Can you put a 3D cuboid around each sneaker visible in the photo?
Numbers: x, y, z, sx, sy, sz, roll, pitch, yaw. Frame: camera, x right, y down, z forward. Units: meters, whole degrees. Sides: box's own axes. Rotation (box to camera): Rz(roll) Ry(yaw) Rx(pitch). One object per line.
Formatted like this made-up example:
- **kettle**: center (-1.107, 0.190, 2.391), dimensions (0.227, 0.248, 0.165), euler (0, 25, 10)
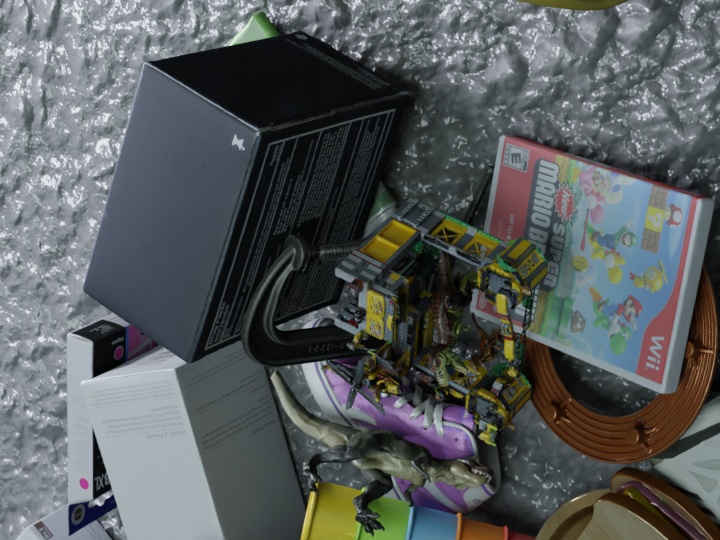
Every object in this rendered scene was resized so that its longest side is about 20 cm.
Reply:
- **sneaker**: center (0.042, 0.108, 1.547), dimensions (0.114, 0.073, 0.201), euler (-31, 98, 34)
- **sneaker**: center (0.300, 0.131, 1.382), dimensions (0.200, 0.076, 0.116), euler (-22, 102, 45)

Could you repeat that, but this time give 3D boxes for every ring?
- **ring**: center (0.182, 0.044, 1.414), dimensions (0.200, 0.019, 0.201), euler (2, 92, 48)

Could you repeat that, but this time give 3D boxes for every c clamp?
- **c clamp**: center (0.000, 0.000, 1.466), dimensions (0.027, 0.199, 0.171), euler (49, 138, 39)

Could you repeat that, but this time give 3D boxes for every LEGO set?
- **LEGO set**: center (0.050, 0.053, 1.413), dimensions (0.154, 0.116, 0.200), euler (33, 141, 18)

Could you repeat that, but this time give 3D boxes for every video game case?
- **video game case**: center (0.165, -0.008, 1.402), dimensions (0.200, 0.017, 0.144), euler (23, 109, 45)

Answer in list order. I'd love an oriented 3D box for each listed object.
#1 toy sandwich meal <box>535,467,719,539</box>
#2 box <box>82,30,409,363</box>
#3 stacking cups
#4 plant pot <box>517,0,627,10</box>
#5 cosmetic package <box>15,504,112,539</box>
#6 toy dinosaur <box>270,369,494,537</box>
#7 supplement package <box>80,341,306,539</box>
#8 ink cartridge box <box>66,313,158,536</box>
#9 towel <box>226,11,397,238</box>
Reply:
- **toy sandwich meal**: center (0.200, 0.254, 1.431), dimensions (0.205, 0.070, 0.206), euler (8, 104, 34)
- **box**: center (-0.088, -0.062, 1.460), dimensions (0.123, 0.198, 0.201), euler (31, 118, 23)
- **stacking cups**: center (0.054, 0.215, 1.516), dimensions (0.199, 0.061, 0.061), euler (14, 116, 0)
- **plant pot**: center (0.100, -0.286, 1.303), dimensions (0.189, 0.200, 0.202), euler (15, 115, 47)
- **cosmetic package**: center (-0.310, 0.326, 1.852), dimensions (0.113, 0.081, 0.200), euler (52, 125, 9)
- **toy dinosaur**: center (0.001, 0.150, 1.495), dimensions (0.199, 0.088, 0.048), euler (23, 138, 14)
- **supplement package**: center (-0.140, 0.168, 1.657), dimensions (0.117, 0.117, 0.201), euler (-10, 99, 36)
- **ink cartridge box**: center (-0.223, 0.137, 1.716), dimensions (0.037, 0.095, 0.201), euler (17, 115, 28)
- **towel**: center (-0.067, -0.093, 1.578), dimensions (0.149, 0.031, 0.200), euler (-39, 80, 34)
